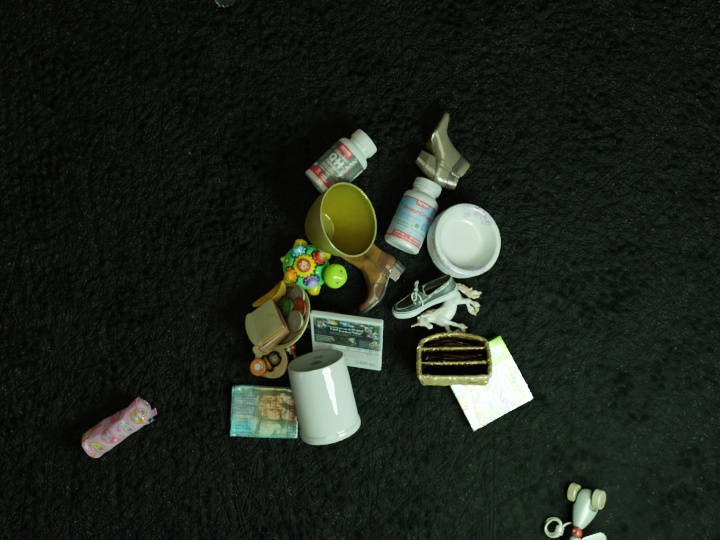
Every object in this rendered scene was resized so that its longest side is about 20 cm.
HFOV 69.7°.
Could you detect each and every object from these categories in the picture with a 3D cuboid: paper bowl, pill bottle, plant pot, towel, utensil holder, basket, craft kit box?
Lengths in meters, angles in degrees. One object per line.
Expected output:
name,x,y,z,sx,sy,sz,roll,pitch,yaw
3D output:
paper bowl,0.283,-0.079,1.454,0.198,0.104,0.203,2,83,-13
pill bottle,-0.052,-0.305,1.478,0.200,0.111,0.111,-43,87,-1
plant pot,-0.074,-0.128,1.429,0.199,0.141,0.203,8,77,-41
pill bottle,0.154,-0.157,1.470,0.108,0.109,0.202,24,87,2
towel,-0.276,0.406,1.486,0.197,0.022,0.149,3,87,0
utensil holder,-0.101,0.336,1.393,0.168,0.170,0.202,-12,101,0
basket,0.251,0.232,1.392,0.198,0.149,0.144,-1,71,10
craft kit box,0.357,0.319,1.476,0.196,0.049,0.201,-28,87,-4

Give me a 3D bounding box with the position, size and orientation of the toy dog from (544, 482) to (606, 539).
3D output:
toy dog,0.617,0.690,1.430,0.096,0.132,0.201,30,92,-36

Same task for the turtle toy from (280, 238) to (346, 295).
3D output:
turtle toy,-0.134,-0.005,1.467,0.198,0.101,0.147,17,87,1

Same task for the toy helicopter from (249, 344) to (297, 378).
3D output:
toy helicopter,-0.244,0.205,1.473,0.131,0.079,0.202,-8,74,6

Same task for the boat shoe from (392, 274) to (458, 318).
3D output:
boat shoe,0.173,0.070,1.452,0.198,0.074,0.068,-21,129,17

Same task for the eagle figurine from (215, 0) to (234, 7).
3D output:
eagle figurine,-0.431,-0.904,1.524,0.152,0.150,0.202,46,125,41

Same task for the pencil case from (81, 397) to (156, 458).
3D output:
pencil case,-0.681,0.442,1.458,0.199,0.087,0.088,-33,87,-2

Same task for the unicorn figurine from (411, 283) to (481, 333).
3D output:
unicorn figurine,0.251,0.125,1.479,0.137,0.074,0.201,32,73,11

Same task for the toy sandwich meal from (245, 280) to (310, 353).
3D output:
toy sandwich meal,-0.228,0.122,1.411,0.203,0.070,0.208,-13,66,30

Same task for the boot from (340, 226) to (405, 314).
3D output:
boot,0.000,0.000,1.485,0.199,0.068,0.189,38,92,5

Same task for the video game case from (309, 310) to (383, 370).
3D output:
video game case,-0.038,0.194,1.428,0.198,0.023,0.183,7,129,9

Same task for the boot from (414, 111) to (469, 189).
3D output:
boot,0.255,-0.341,1.506,0.145,0.070,0.201,30,89,-4

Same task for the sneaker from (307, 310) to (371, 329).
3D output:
sneaker,-0.060,0.171,1.467,0.198,0.078,0.083,8,121,16
